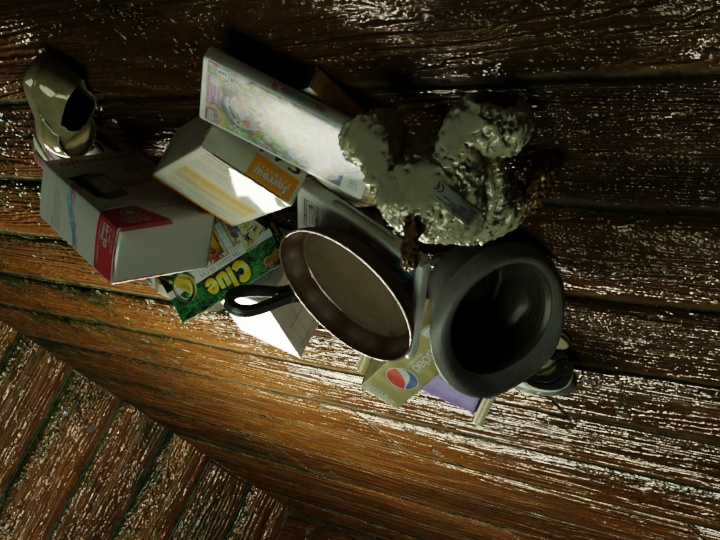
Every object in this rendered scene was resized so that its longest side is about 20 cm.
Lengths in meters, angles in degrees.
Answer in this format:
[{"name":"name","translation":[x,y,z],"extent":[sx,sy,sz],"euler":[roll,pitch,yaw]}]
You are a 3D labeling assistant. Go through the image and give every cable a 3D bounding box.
[{"name":"cable","translation":[-0.078,0.032,1.608],"extent":[0.097,0.199,0.050],"euler":[49,149,24]}]

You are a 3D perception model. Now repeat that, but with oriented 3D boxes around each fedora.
[{"name":"fedora","translation":[0.141,0.040,1.432],"extent":[0.090,0.176,0.200],"euler":[48,169,47]}]

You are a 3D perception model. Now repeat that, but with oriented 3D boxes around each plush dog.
[{"name":"plush dog","translation":[0.093,-0.071,1.178],"extent":[0.199,0.162,0.171],"euler":[-5,170,35]}]

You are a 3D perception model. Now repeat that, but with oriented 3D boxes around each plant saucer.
[{"name":"plant saucer","translation":[-0.010,0.022,1.465],"extent":[0.200,0.034,0.201],"euler":[33,149,22]}]

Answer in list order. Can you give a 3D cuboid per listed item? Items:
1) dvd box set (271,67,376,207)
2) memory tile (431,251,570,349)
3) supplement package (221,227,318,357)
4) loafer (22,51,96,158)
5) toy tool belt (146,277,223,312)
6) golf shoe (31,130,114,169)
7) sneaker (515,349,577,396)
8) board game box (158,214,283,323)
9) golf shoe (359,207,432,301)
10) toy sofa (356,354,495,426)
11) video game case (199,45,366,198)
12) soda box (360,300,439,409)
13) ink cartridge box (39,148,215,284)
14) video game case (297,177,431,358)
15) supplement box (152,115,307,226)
[{"name":"dvd box set","translation":[-0.026,-0.137,1.341],"extent":[0.200,0.030,0.146],"euler":[39,157,-31]},{"name":"memory tile","translation":[0.177,0.041,1.574],"extent":[0.153,0.017,0.200],"euler":[15,159,31]},{"name":"supplement package","translation":[-0.127,0.024,1.774],"extent":[0.109,0.114,0.200],"euler":[23,161,21]},{"name":"loafer","translation":[-0.370,-0.195,1.577],"extent":[0.067,0.076,0.200],"euler":[28,163,14]},{"name":"toy tool belt","translation":[-0.274,-0.004,1.892],"extent":[0.199,0.125,0.123],"euler":[23,153,13]},{"name":"golf shoe","translation":[-0.364,-0.138,1.729],"extent":[0.199,0.073,0.092],"euler":[30,160,-10]},{"name":"sneaker","translation":[0.206,0.134,1.704],"extent":[0.199,0.074,0.081],"euler":[16,163,34]},{"name":"board game box","translation":[-0.187,-0.017,1.656],"extent":[0.200,0.023,0.105],"euler":[-31,90,30]},{"name":"golf shoe","translation":[0.041,-0.015,1.549],"extent":[0.091,0.076,0.200],"euler":[-9,147,3]},{"name":"toy sofa","translation":[0.099,0.145,1.784],"extent":[0.199,0.098,0.083],"euler":[24,120,5]},{"name":"video game case","translation":[-0.074,-0.150,1.299],"extent":[0.199,0.018,0.143],"euler":[27,160,0]},{"name":"soda box","translation":[0.077,0.104,1.646],"extent":[0.064,0.068,0.200],"euler":[32,141,-10]},{"name":"ink cartridge box","translation":[-0.302,-0.073,1.602],"extent":[0.200,0.147,0.086],"euler":[38,127,38]},{"name":"video game case","translation":[0.000,0.000,1.482],"extent":[0.182,0.023,0.200],"euler":[34,150,19]},{"name":"supplement box","translation":[-0.153,-0.125,1.476],"extent":[0.126,0.074,0.200],"euler":[33,162,-20]}]
